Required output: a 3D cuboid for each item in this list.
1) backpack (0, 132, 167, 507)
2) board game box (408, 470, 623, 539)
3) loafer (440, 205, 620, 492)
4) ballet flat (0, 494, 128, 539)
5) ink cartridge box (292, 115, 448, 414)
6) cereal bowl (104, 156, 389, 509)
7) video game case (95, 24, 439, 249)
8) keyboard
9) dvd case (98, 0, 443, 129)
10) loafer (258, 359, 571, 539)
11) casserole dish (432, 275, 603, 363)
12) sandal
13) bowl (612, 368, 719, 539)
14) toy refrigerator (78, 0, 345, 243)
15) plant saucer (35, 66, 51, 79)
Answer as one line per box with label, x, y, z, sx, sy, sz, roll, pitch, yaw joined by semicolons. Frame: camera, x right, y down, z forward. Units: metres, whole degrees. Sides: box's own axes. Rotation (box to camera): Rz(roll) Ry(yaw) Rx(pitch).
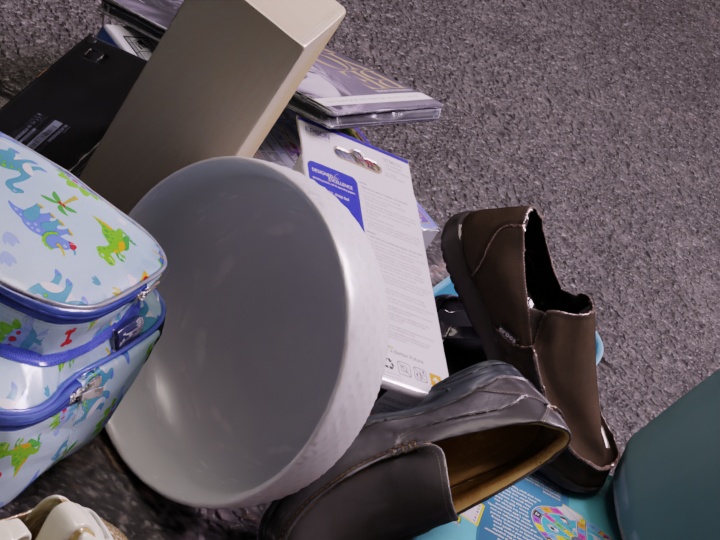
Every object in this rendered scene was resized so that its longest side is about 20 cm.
backpack;-0.214;0.022;1.179;0.183;0.147;0.200;35;32;6
board game box;0.091;0.171;1.386;0.150;0.047;0.200;29;29;-10
loafer;0.120;0.048;1.422;0.073;0.071;0.201;-31;96;-58
ballet flat;-0.171;0.150;1.117;0.071;0.065;0.200;46;30;19
ink cartridge box;0.000;0.000;1.381;0.094;0.037;0.201;20;46;-32
cereal bowl;-0.059;0.038;1.271;0.083;0.200;0.200;9;38;-50
video game case;-0.068;-0.081;1.493;0.181;0.046;0.200;-1;44;-48
keyboard;-0.219;-0.087;1.388;0.126;0.021;0.200;25;49;22
dvd case;-0.059;-0.145;1.502;0.199;0.016;0.148;29;19;25
loafer;0.032;0.120;1.288;0.199;0.073;0.072;-32;32;-20
casserole dish;0.101;0.054;1.583;0.121;0.039;0.200;40;28;9
sandal;0.068;0.039;1.475;0.076;0.043;0.200;41;26;19
bowl;0.233;0.166;1.442;0.201;0.104;0.202;-19;90;-72
toy refrigerator;-0.093;-0.097;1.323;0.076;0.200;0.070;38;35;3
plant saucer;-0.138;-0.063;1.475;0.199;0.038;0.201;28;28;-16
